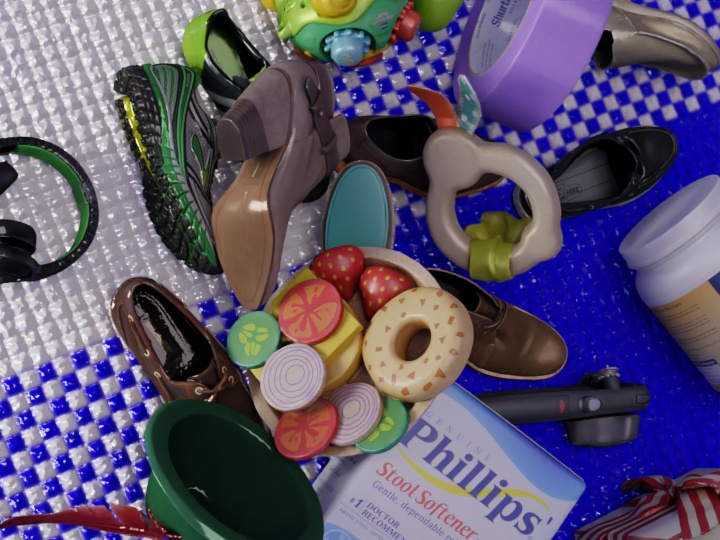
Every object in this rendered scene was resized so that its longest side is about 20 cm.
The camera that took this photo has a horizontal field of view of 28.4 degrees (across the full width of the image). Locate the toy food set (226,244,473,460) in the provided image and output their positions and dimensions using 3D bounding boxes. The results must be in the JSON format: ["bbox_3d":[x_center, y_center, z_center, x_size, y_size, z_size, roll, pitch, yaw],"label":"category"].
[{"bbox_3d":[-0.013,0.069,1.223,0.198,0.049,0.200,-45,58,-1],"label":"toy food set"}]

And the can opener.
[{"bbox_3d":[0.186,0.131,1.365,0.199,0.063,0.079,2,81,-20],"label":"can opener"}]

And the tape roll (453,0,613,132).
[{"bbox_3d":[0.162,-0.235,1.343,0.065,0.200,0.201,21,74,-15],"label":"tape roll"}]

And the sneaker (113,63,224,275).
[{"bbox_3d":[-0.150,-0.093,1.270,0.085,0.078,0.201,-15,89,-27],"label":"sneaker"}]

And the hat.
[{"bbox_3d":[-0.155,0.220,1.196,0.200,0.176,0.166,48,26,20],"label":"hat"}]

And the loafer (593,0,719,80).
[{"bbox_3d":[0.272,-0.234,1.456,0.199,0.076,0.068,21,76,-6],"label":"loafer"}]

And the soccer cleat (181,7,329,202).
[{"bbox_3d":[-0.093,-0.148,1.297,0.067,0.081,0.200,-39,98,-21],"label":"soccer cleat"}]

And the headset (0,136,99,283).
[{"bbox_3d":[-0.324,-0.042,1.214,0.200,0.094,0.124,-15,82,-37],"label":"headset"}]

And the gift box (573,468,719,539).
[{"bbox_3d":[0.317,0.283,1.325,0.200,0.184,0.187,-20,90,-28],"label":"gift box"}]

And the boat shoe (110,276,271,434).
[{"bbox_3d":[-0.147,0.091,1.246,0.070,0.070,0.200,-44,99,-23],"label":"boat shoe"}]

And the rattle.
[{"bbox_3d":[0.120,-0.100,1.323,0.143,0.130,0.200,-36,97,-47],"label":"rattle"}]

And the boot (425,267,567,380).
[{"bbox_3d":[0.118,0.051,1.348,0.200,0.075,0.074,24,72,-16],"label":"boot"}]

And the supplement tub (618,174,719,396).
[{"bbox_3d":[0.364,0.020,1.406,0.144,0.144,0.200,-43,97,-21],"label":"supplement tub"}]

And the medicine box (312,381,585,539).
[{"bbox_3d":[0.063,0.212,1.265,0.182,0.103,0.200,37,84,-11],"label":"medicine box"}]

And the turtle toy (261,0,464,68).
[{"bbox_3d":[0.010,-0.250,1.333,0.200,0.146,0.101,-27,112,-21],"label":"turtle toy"}]

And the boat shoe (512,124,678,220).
[{"bbox_3d":[0.249,-0.102,1.425,0.199,0.066,0.075,-17,87,-22],"label":"boat shoe"}]

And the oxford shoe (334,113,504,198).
[{"bbox_3d":[0.068,-0.110,1.349,0.199,0.072,0.071,1,78,-31],"label":"oxford shoe"}]

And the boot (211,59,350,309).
[{"bbox_3d":[-0.062,-0.083,1.251,0.146,0.070,0.201,-33,129,-48],"label":"boot"}]

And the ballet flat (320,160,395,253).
[{"bbox_3d":[0.000,0.000,1.314,0.070,0.065,0.201,3,91,8],"label":"ballet flat"}]
